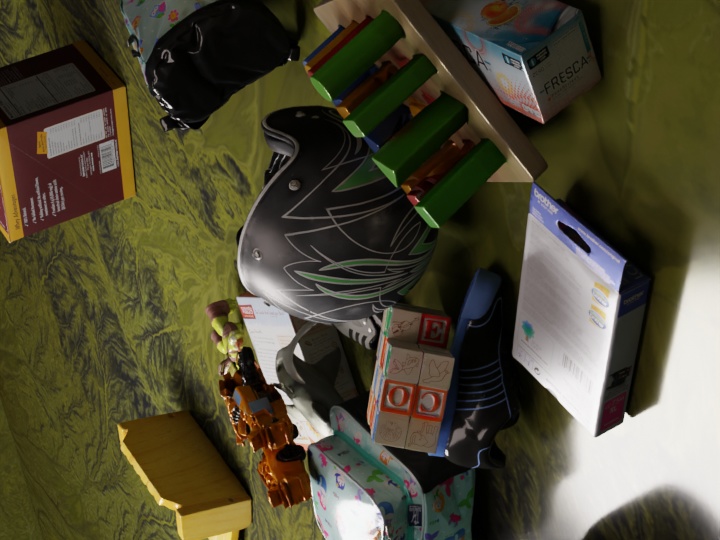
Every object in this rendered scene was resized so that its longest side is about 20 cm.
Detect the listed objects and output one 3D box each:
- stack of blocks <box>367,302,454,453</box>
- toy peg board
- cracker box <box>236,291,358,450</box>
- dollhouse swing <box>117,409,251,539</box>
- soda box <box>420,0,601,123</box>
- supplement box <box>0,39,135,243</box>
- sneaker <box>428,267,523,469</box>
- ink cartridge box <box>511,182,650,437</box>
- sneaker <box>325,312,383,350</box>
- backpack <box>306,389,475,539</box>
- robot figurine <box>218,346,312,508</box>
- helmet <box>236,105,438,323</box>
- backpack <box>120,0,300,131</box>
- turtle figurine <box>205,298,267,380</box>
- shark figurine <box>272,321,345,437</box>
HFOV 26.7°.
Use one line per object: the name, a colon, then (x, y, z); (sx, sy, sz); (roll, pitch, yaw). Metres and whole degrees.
stack of blocks: (0.046, 0.095, 1.411); (0.200, 0.058, 0.116); (-117, 37, -87)
toy peg board: (0.025, -0.128, 1.249); (0.200, 0.098, 0.199); (50, 169, -13)
cracker box: (-0.067, 0.114, 1.799); (0.134, 0.057, 0.201); (1, 112, 62)
dollhouse swing: (-0.280, 0.349, 2.308); (0.200, 0.181, 0.177); (48, 129, 34)
soda box: (0.097, -0.188, 1.194); (0.200, 0.063, 0.069); (35, 158, 48)
supplement box: (-0.440, -0.182, 2.128); (0.133, 0.199, 0.198); (46, 148, 38)
sneaker: (0.119, 0.094, 1.412); (0.077, 0.070, 0.201); (14, 117, 6)
ink cartridge box: (0.181, 0.029, 1.253); (0.119, 0.042, 0.201); (46, 150, 38)
sneaker: (0.000, 0.000, 1.573); (0.115, 0.075, 0.201); (33, 147, 37)
backpack: (0.038, 0.246, 1.608); (0.177, 0.150, 0.201); (37, 146, 45)
robot figurine: (-0.106, 0.168, 1.639); (0.200, 0.058, 0.146); (-135, 27, -65)
helmet: (-0.025, -0.045, 1.398); (0.191, 0.198, 0.201); (-116, 18, -52)
backpack: (-0.169, -0.253, 1.581); (0.127, 0.166, 0.200); (63, 176, -33)
turtle figurine: (-0.150, 0.125, 1.947); (0.162, 0.064, 0.200); (59, 179, 41)
shark figurine: (-0.050, 0.111, 1.674); (0.128, 0.090, 0.215); (25, 156, 39)
